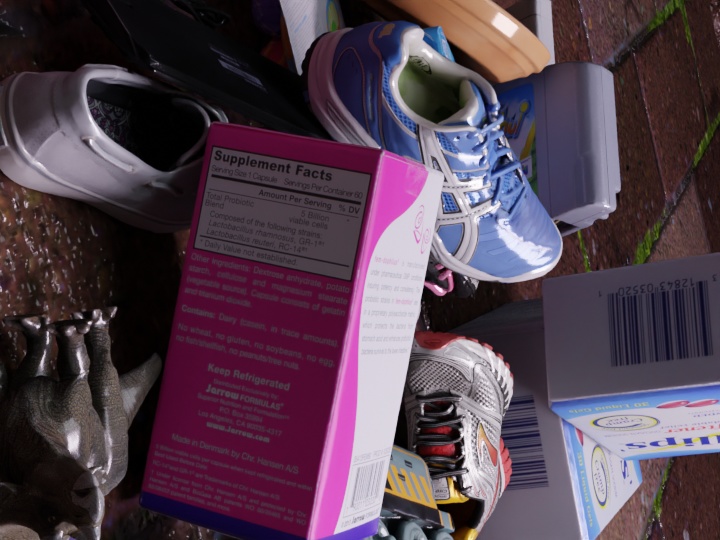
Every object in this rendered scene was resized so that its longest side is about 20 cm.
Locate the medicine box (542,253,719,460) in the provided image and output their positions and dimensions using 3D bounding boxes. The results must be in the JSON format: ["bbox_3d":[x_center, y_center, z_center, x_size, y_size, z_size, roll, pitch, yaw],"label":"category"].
[{"bbox_3d":[0.258,0.070,1.022,0.200,0.181,0.104,35,51,-56],"label":"medicine box"}]

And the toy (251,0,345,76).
[{"bbox_3d":[-0.040,-0.141,0.883,0.115,0.047,0.201,-72,149,-54],"label":"toy"}]

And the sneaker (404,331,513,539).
[{"bbox_3d":[0.069,0.124,0.960,0.082,0.077,0.201,-63,148,-43],"label":"sneaker"}]

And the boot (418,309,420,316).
[{"bbox_3d":[0.000,0.000,0.838,0.074,0.095,0.200,-53,134,-7],"label":"boot"}]

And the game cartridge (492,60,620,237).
[{"bbox_3d":[0.112,-0.077,1.019,0.040,0.199,0.134,20,61,-34],"label":"game cartridge"}]

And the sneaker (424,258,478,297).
[{"bbox_3d":[0.054,-0.028,0.904,0.096,0.079,0.200,55,-5,6],"label":"sneaker"}]

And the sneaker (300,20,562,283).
[{"bbox_3d":[0.053,-0.063,0.764,0.200,0.077,0.076,41,59,-25],"label":"sneaker"}]

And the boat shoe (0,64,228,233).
[{"bbox_3d":[-0.105,-0.068,0.690,0.200,0.068,0.073,23,61,-61],"label":"boat shoe"}]

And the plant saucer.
[{"bbox_3d":[0.045,-0.192,0.964,0.038,0.200,0.200,-57,151,5],"label":"plant saucer"}]

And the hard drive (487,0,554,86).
[{"bbox_3d":[0.107,-0.108,1.088,0.027,0.131,0.202,15,65,-37],"label":"hard drive"}]

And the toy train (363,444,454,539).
[{"bbox_3d":[0.002,0.153,0.832,0.200,0.085,0.115,31,44,-59],"label":"toy train"}]

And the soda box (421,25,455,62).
[{"bbox_3d":[0.036,-0.120,0.938,0.200,0.067,0.065,-2,84,-83],"label":"soda box"}]

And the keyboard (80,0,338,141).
[{"bbox_3d":[-0.083,-0.120,0.743,0.199,0.021,0.127,20,30,-54],"label":"keyboard"}]

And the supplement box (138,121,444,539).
[{"bbox_3d":[-0.033,0.033,0.695,0.101,0.103,0.202,9,93,-69],"label":"supplement box"}]

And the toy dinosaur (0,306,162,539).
[{"bbox_3d":[-0.134,0.071,0.593,0.200,0.076,0.103,-138,-134,-87],"label":"toy dinosaur"}]

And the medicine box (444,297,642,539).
[{"bbox_3d":[0.158,0.123,1.143,0.200,0.102,0.184,-16,96,-64],"label":"medicine box"}]
